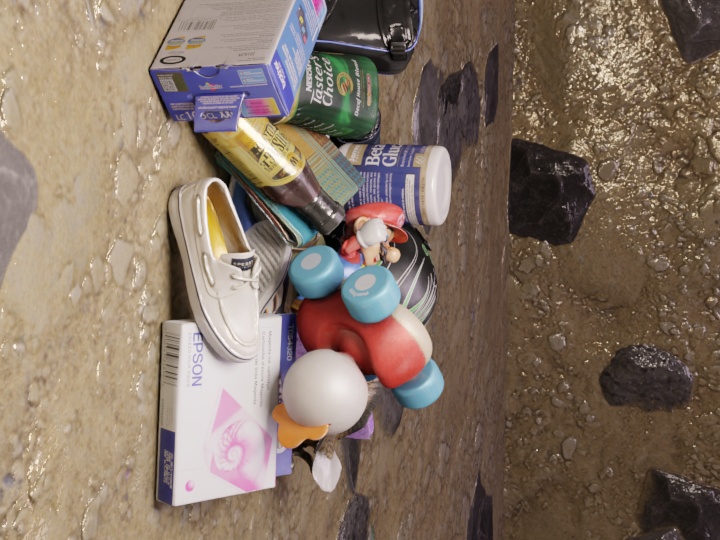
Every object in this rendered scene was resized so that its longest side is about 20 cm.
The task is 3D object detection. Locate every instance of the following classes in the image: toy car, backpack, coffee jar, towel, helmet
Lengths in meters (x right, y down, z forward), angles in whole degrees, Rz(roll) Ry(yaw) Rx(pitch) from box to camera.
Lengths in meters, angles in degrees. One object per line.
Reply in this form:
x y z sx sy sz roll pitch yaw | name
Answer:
-0.037 0.112 1.330 0.200 0.176 0.185 -46 133 -23 | toy car
-0.012 -0.362 1.536 0.147 0.182 0.201 131 -35 -78 | backpack
-0.069 -0.218 1.417 0.199 0.085 0.105 0 89 -49 | coffee jar
-0.080 -0.120 1.421 0.147 0.022 0.200 49 34 -5 | towel
0.011 0.031 1.701 0.200 0.199 0.191 75 13 -50 | helmet

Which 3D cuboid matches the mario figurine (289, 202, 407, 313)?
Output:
0.000 0.000 1.535 0.106 0.123 0.200 42 74 -22 | mario figurine

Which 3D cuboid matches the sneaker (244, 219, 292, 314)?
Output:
-0.127 0.042 1.407 0.201 0.078 0.079 -70 155 -13 | sneaker

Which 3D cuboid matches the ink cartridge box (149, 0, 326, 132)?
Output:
-0.127 -0.228 1.225 0.077 0.136 0.201 69 29 -45 | ink cartridge box

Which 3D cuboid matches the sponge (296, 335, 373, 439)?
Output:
-0.045 0.149 1.658 0.030 0.111 0.201 -67 156 -53 | sponge

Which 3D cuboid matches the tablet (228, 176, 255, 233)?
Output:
-0.133 -0.115 1.461 0.130 0.014 0.201 56 40 -65 | tablet

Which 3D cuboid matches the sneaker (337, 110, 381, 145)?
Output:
-0.003 -0.167 1.760 0.146 0.076 0.204 67 20 -80 | sneaker

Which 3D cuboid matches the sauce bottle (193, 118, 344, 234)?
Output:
-0.096 -0.120 1.321 0.200 0.066 0.066 42 44 -24 | sauce bottle

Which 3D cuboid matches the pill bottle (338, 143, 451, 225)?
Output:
0.020 -0.122 1.654 0.111 0.199 0.112 3 90 -74 | pill bottle

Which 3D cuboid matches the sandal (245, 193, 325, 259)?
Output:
-0.085 -0.053 1.481 0.080 0.057 0.201 -60 153 -17 | sandal

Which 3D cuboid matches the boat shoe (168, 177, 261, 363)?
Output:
-0.139 -0.001 1.246 0.071 0.070 0.201 -16 90 -47 | boat shoe

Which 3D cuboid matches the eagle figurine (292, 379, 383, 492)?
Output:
-0.049 0.175 1.552 0.200 0.151 0.152 -47 -151 28 | eagle figurine

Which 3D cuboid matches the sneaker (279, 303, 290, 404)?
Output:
-0.121 0.129 1.467 0.076 0.070 0.201 42 43 -76 | sneaker

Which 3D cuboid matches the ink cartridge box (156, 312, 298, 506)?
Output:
-0.135 0.149 1.320 0.199 0.043 0.198 -3 97 -45 | ink cartridge box
